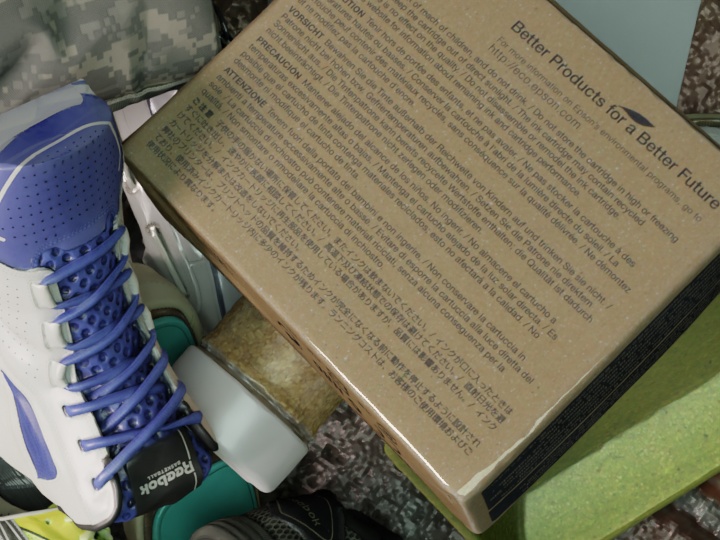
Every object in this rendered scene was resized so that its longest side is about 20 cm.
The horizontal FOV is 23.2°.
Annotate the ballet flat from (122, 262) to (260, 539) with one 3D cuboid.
[{"bbox_3d":[-0.091,0.083,0.824,0.069,0.070,0.202,-8,123,-3],"label":"ballet flat"}]

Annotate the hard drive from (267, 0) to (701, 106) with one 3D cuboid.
[{"bbox_3d":[0.059,-0.130,0.790,0.198,0.026,0.133,0,121,-15],"label":"hard drive"}]

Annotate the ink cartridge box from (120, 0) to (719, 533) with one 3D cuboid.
[{"bbox_3d":[0.032,-0.027,0.686,0.165,0.075,0.200,-43,69,-7],"label":"ink cartridge box"}]

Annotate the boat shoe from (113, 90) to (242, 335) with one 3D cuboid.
[{"bbox_3d":[-0.071,-0.014,0.817,0.065,0.072,0.201,-7,118,30],"label":"boat shoe"}]

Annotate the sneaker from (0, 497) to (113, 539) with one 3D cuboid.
[{"bbox_3d":[-0.123,0.144,0.759,0.199,0.075,0.077,24,92,9],"label":"sneaker"}]

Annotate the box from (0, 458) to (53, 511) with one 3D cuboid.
[{"bbox_3d":[-0.240,0.106,0.827,0.199,0.048,0.159,-36,97,1],"label":"box"}]

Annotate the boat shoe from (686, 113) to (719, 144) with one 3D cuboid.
[{"bbox_3d":[0.101,-0.012,0.820,0.198,0.069,0.075,-20,115,2],"label":"boat shoe"}]

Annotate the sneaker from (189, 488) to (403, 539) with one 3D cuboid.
[{"bbox_3d":[-0.027,0.188,0.841,0.114,0.076,0.201,-19,126,-36],"label":"sneaker"}]

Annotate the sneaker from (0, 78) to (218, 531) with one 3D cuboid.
[{"bbox_3d":[-0.101,0.030,0.683,0.115,0.200,0.080,40,52,23],"label":"sneaker"}]

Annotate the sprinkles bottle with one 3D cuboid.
[{"bbox_3d":[0.000,0.000,0.759,0.068,0.068,0.200,42,82,-9],"label":"sprinkles bottle"}]

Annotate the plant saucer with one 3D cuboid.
[{"bbox_3d":[0.117,0.048,0.801,0.199,0.048,0.200,-32,144,4],"label":"plant saucer"}]

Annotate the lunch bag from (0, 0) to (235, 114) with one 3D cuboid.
[{"bbox_3d":[-0.162,-0.124,0.678,0.199,0.139,0.169,-22,95,-20],"label":"lunch bag"}]
